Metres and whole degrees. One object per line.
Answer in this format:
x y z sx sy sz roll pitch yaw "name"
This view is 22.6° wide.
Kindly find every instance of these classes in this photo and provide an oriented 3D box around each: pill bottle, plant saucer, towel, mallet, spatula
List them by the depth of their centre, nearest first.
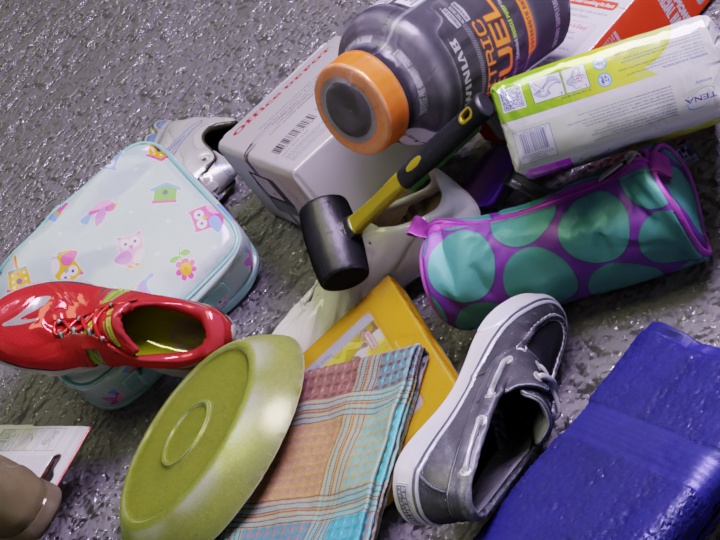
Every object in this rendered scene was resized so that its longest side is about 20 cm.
0.166 0.126 1.069 0.200 0.050 0.147 -48 27 -13 "towel"
-0.034 0.143 1.192 0.146 0.022 0.201 -16 44 40 "towel"
0.023 -0.067 1.256 0.200 0.041 0.066 -49 53 36 "mallet"
-0.115 0.124 1.290 0.200 0.031 0.200 -43 24 25 "plant saucer"
0.056 -0.159 1.299 0.106 0.107 0.200 4 34 46 "pill bottle"
0.139 -0.057 1.332 0.199 0.021 0.057 19 75 50 "spatula"

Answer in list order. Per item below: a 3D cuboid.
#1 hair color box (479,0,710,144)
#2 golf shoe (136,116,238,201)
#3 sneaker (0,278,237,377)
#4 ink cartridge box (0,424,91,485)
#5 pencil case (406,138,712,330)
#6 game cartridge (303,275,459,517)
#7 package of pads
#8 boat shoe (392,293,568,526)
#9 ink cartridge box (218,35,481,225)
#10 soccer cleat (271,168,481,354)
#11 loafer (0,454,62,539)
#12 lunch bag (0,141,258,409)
0.178 -0.183 1.412 0.200 0.064 0.111 -49 35 -14 "hair color box"
-0.158 -0.073 1.594 0.097 0.078 0.201 -15 40 22 "golf shoe"
-0.193 0.040 1.375 0.198 0.085 0.078 1 82 -2 "sneaker"
-0.293 0.179 1.436 0.199 0.050 0.109 -4 45 39 "ink cartridge box"
0.137 -0.023 1.227 0.199 0.093 0.085 -20 27 28 "pencil case"
-0.022 0.114 1.253 0.200 0.032 0.176 -41 32 6 "game cartridge"
0.174 -0.114 1.222 0.154 0.069 0.200 -18 0 8 "package of pads"
0.095 0.085 1.139 0.067 0.072 0.200 -3 32 39 "boat shoe"
-0.014 -0.108 1.456 0.145 0.084 0.200 -43 22 -9 "ink cartridge box"
0.000 0.000 1.346 0.200 0.078 0.069 -37 33 2 "soccer cleat"
-0.305 0.160 1.363 0.199 0.068 0.076 -2 47 41 "loafer"
-0.191 0.010 1.475 0.200 0.077 0.160 -44 68 -5 "lunch bag"
